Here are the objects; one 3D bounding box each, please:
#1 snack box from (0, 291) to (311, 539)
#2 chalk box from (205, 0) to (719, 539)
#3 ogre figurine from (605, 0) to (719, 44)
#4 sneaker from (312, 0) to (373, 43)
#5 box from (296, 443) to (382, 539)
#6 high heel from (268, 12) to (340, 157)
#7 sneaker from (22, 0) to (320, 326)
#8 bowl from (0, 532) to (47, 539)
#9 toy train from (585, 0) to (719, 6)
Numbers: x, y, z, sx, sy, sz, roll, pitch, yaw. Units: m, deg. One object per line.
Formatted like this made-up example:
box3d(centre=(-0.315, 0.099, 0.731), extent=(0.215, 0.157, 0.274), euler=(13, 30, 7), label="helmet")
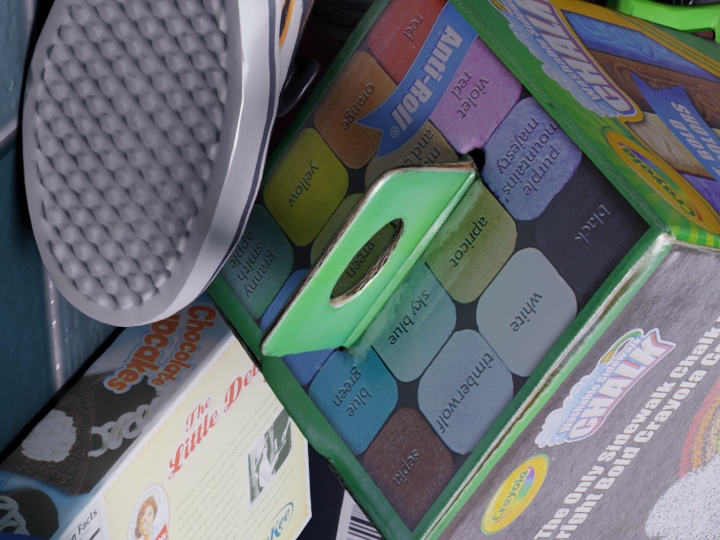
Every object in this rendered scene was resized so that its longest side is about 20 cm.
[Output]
box3d(centre=(-0.076, 0.089, 0.816), extent=(0.200, 0.037, 0.117), euler=(-50, 148, -46), label="snack box")
box3d(centre=(0.046, 0.000, 0.733), extent=(0.199, 0.124, 0.125), euler=(10, 124, -49), label="chalk box")
box3d(centre=(0.129, -0.042, 0.914), extent=(0.200, 0.119, 0.099), euler=(-114, -136, -63), label="ogre figurine")
box3d(centre=(0.016, -0.169, 0.840), extent=(0.071, 0.073, 0.201), euler=(125, -14, -77), label="sneaker")
box3d(centre=(0.052, 0.075, 1.032), extent=(0.200, 0.106, 0.149), euler=(-20, 124, -63), label="box")
box3d(centre=(0.000, 0.000, 0.834), extent=(0.200, 0.067, 0.097), euler=(40, 54, -38), label="high heel")
box3d(centre=(-0.040, -0.085, 0.722), extent=(0.079, 0.078, 0.201), euler=(-16, 119, -58), label="sneaker")
box3d(centre=(-0.121, 0.163, 0.694), extent=(0.200, 0.039, 0.202), euler=(-32, 136, -38), label="bowl")
box3d(centre=(0.105, -0.101, 1.034), extent=(0.034, 0.046, 0.200), euler=(-61, -173, -5), label="toy train")
